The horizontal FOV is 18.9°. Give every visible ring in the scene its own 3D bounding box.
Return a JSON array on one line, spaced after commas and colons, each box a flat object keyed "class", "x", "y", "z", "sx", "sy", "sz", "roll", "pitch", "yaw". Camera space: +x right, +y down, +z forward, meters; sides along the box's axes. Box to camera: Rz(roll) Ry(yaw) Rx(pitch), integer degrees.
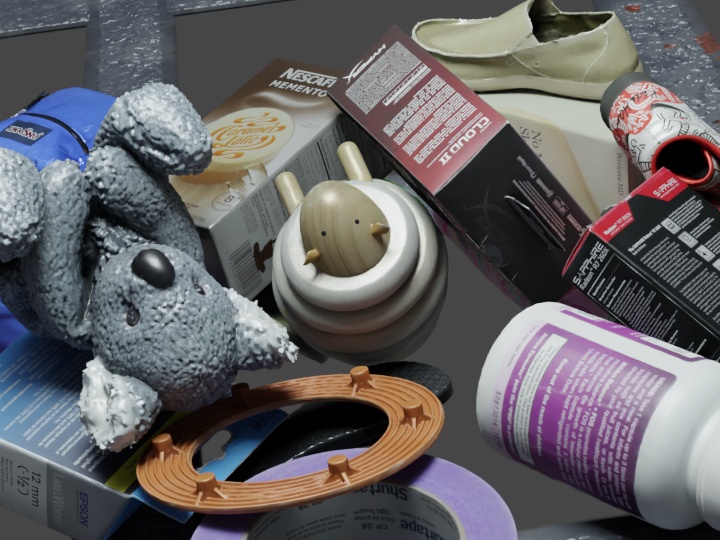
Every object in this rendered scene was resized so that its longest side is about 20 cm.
[{"class": "ring", "x": -0.046, "y": 0.102, "z": 1.373, "sx": 0.199, "sy": 0.019, "sz": 0.201, "roll": -10, "pitch": 19, "yaw": 4}]

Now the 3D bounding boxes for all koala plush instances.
[{"class": "koala plush", "x": -0.145, "y": 0.018, "z": 1.429, "sx": 0.177, "sy": 0.184, "sz": 0.200, "roll": -27, "pitch": 58, "yaw": -25}]

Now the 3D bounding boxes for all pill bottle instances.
[{"class": "pill bottle", "x": 0.181, "y": 0.100, "z": 1.393, "sx": 0.199, "sy": 0.113, "sz": 0.112, "roll": 22, "pitch": 41, "yaw": 39}]

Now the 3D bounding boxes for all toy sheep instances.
[{"class": "toy sheep", "x": 0.000, "y": 0.000, "z": 1.510, "sx": 0.137, "sy": 0.200, "sz": 0.139, "roll": -7, "pitch": 61, "yaw": 14}]

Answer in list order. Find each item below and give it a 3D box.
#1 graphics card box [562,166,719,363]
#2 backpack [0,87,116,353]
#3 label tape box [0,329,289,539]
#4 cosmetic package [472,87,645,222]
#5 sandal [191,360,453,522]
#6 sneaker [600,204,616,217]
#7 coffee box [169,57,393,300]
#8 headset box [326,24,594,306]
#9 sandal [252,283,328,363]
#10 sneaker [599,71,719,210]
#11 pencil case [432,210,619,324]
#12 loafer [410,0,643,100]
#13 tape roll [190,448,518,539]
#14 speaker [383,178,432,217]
[{"class": "graphics card box", "x": 0.247, "y": 0.026, "z": 1.465, "sx": 0.200, "sy": 0.051, "sz": 0.125, "roll": 39, "pitch": 38, "yaw": 13}, {"class": "backpack", "x": -0.236, "y": -0.035, "z": 1.648, "sx": 0.162, "sy": 0.169, "sz": 0.200, "roll": 12, "pitch": 37, "yaw": 44}, {"class": "label tape box", "x": -0.169, "y": 0.116, "z": 1.469, "sx": 0.199, "sy": 0.066, "sz": 0.143, "roll": 22, "pitch": 37, "yaw": 19}, {"class": "cosmetic package", "x": 0.151, "y": -0.093, "z": 1.727, "sx": 0.199, "sy": 0.104, "sz": 0.073, "roll": 18, "pitch": 39, "yaw": 37}, {"class": "sandal", "x": -0.026, "y": 0.122, "z": 1.473, "sx": 0.199, "sy": 0.045, "sz": 0.075, "roll": -29, "pitch": 28, "yaw": -8}, {"class": "sneaker", "x": 0.261, "y": 0.004, "z": 1.598, "sx": 0.199, "sy": 0.078, "sz": 0.085, "roll": 25, "pitch": 23, "yaw": 38}, {"class": "coffee box", "x": -0.076, "y": -0.067, "z": 1.608, "sx": 0.114, "sy": 0.080, "sz": 0.200, "roll": 15, "pitch": 45, "yaw": 38}, {"class": "headset box", "x": 0.080, "y": -0.068, "z": 1.531, "sx": 0.075, "sy": 0.149, "sz": 0.200, "roll": -44, "pitch": 37, "yaw": 1}, {"class": "sandal", "x": -0.062, "y": 0.003, "z": 1.624, "sx": 0.079, "sy": 0.057, "sz": 0.201, "roll": 26, "pitch": 20, "yaw": -24}, {"class": "sneaker", "x": 0.263, "y": -0.060, "z": 1.596, "sx": 0.067, "sy": 0.201, "sz": 0.108, "roll": -46, "pitch": 30, "yaw": 13}, {"class": "pencil case", "x": 0.134, "y": -0.018, "z": 1.628, "sx": 0.087, "sy": 0.088, "sz": 0.200, "roll": -20, "pitch": 33, "yaw": -21}, {"class": "loafer", "x": 0.128, "y": -0.183, "z": 1.715, "sx": 0.199, "sy": 0.069, "sz": 0.076, "roll": 7, "pitch": 32, "yaw": 21}, {"class": "tape roll", "x": -0.002, "y": 0.198, "z": 1.294, "sx": 0.199, "sy": 0.085, "sz": 0.200, "roll": -6, "pitch": 31, "yaw": 3}, {"class": "speaker", "x": -0.027, "y": -0.055, "z": 1.716, "sx": 0.088, "sy": 0.089, "sz": 0.200, "roll": -24, "pitch": 35, "yaw": -26}]
